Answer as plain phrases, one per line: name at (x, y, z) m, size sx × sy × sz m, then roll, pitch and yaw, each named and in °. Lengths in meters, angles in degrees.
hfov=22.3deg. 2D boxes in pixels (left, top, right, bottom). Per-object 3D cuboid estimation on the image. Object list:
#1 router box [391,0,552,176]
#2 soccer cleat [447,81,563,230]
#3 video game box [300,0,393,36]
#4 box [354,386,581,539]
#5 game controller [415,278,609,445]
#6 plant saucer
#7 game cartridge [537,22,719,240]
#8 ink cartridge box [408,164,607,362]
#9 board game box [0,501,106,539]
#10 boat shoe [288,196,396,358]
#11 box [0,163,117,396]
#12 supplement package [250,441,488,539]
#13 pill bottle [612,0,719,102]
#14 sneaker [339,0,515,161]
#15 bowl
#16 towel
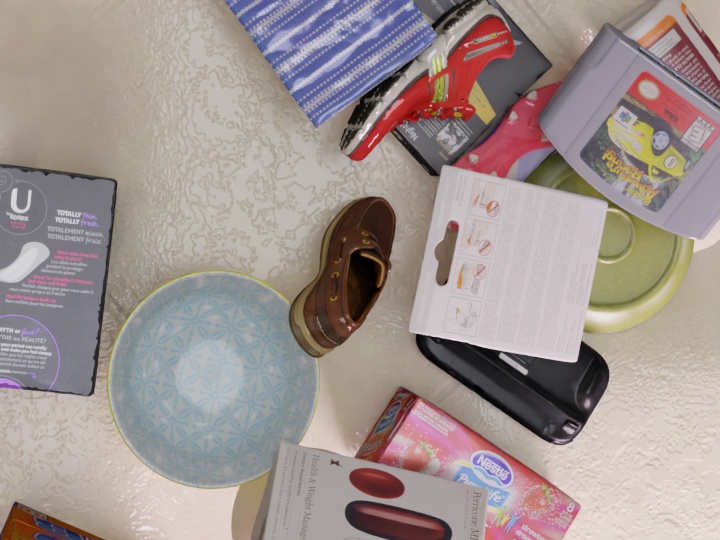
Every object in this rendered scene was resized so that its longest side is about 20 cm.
router box at (0.062, -0.216, 1.772) m, size 0.157 × 0.052 × 0.200 m, roll -43°, pitch 99°, yaw -5°
soccer cleat at (0.151, -0.114, 1.794) m, size 0.200 × 0.077 × 0.067 m, roll -41°, pitch 77°, yaw -23°
video game box at (-0.020, -0.341, 1.713) m, size 0.181 × 0.047 × 0.201 m, roll 24°, pitch 87°, yaw 5°
box at (0.102, 0.207, 1.777) m, size 0.199 × 0.100 × 0.096 m, roll 34°, pitch 87°, yaw -9°
game controller at (0.154, 0.085, 1.816) m, size 0.199 × 0.042 × 0.105 m, roll 35°, pitch 73°, yaw -10°
plant saucer at (0.244, -0.036, 1.825) m, size 0.198 × 0.031 × 0.202 m, roll -1°, pitch 94°, yaw -10°
game cartridge at (0.274, -0.123, 1.731) m, size 0.199 × 0.041 × 0.133 m, roll 35°, pitch 115°, yaw -1°
ink cartridge box at (0.134, -0.006, 1.737) m, size 0.199 × 0.047 × 0.161 m, roll 11°, pitch 92°, yaw -30°
board game box at (-0.267, 0.356, 1.669) m, size 0.199 × 0.200 × 0.201 m, roll 24°, pitch 88°, yaw -10°
boat shoe at (0.000, 0.000, 1.715) m, size 0.072 × 0.067 × 0.201 m, roll 50°, pitch 40°, yaw -22°
box at (-0.297, 0.008, 1.693) m, size 0.121 × 0.106 × 0.202 m, roll 7°, pitch 91°, yaw -12°
supplement package at (-0.003, 0.288, 1.643) m, size 0.198 × 0.148 × 0.192 m, roll 13°, pitch 47°, yaw -6°
pill bottle at (0.317, -0.162, 1.789) m, size 0.114 × 0.114 × 0.200 m, roll -38°, pitch 98°, yaw -6°
sneaker at (0.067, -0.165, 1.713) m, size 0.200 × 0.077 × 0.085 m, roll -43°, pitch 104°, yaw -4°
bowl at (-0.141, 0.098, 1.724) m, size 0.198 × 0.108 × 0.202 m, roll 0°, pitch 93°, yaw -9°
towel at (-0.041, -0.253, 1.675) m, size 0.144 × 0.024 × 0.201 m, roll -36°, pitch 87°, yaw 1°
